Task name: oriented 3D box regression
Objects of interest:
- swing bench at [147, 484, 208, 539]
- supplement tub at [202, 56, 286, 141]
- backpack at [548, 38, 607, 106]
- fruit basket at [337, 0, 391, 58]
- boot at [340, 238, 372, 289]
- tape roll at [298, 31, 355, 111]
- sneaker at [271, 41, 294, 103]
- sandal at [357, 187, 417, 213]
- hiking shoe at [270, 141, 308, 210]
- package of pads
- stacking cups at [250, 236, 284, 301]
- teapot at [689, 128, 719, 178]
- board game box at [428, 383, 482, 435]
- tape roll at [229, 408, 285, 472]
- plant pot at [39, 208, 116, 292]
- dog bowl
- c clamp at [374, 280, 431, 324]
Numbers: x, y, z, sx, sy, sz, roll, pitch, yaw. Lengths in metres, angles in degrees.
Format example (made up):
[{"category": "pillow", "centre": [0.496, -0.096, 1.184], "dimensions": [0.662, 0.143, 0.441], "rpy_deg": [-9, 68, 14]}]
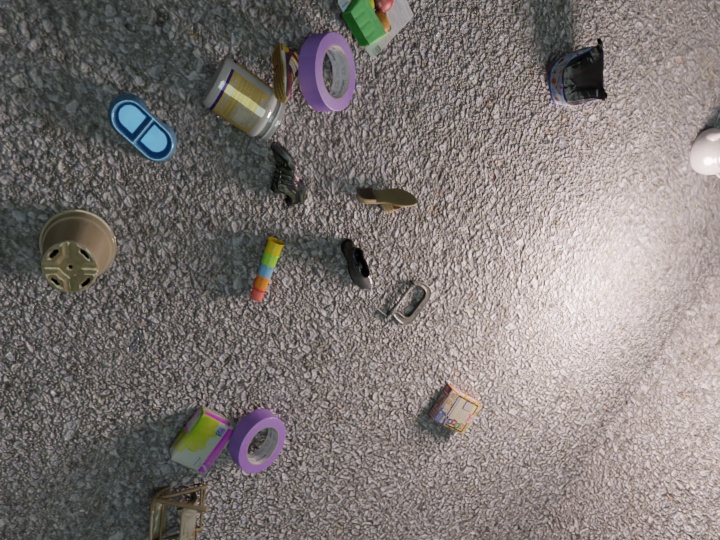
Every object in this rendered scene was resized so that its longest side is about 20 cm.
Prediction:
[{"category": "swing bench", "centre": [-0.637, 0.871, 1.845], "dimensions": [0.192, 0.130, 0.207], "rpy_deg": [6, 108, -18]}, {"category": "supplement tub", "centre": [-0.316, -0.465, 1.456], "dimensions": [0.196, 0.145, 0.148], "rpy_deg": [30, 97, -29]}, {"category": "backpack", "centre": [0.733, -0.660, 1.820], "dimensions": [0.185, 0.153, 0.207], "rpy_deg": [-23, 111, -21]}, {"category": "fruit basket", "centre": [0.045, -0.760, 1.543], "dimensions": [0.202, 0.093, 0.186], "rpy_deg": [-51, 121, -16]}, {"category": "boot", "centre": [0.000, 0.000, 1.773], "dimensions": [0.069, 0.132, 0.203], "rpy_deg": [-34, 119, -6]}, {"category": "tape roll", "centre": [-0.092, -0.559, 1.501], "dimensions": [0.198, 0.064, 0.209], "rpy_deg": [-22, 116, -55]}, {"category": "sneaker", "centre": [-0.191, -0.539, 1.463], "dimensions": [0.088, 0.207, 0.075], "rpy_deg": [12, 148, -33]}, {"category": "sandal", "centre": [0.083, -0.225, 1.773], "dimensions": [0.203, 0.080, 0.071], "rpy_deg": [3, 141, -16]}, {"category": "hiking shoe", "centre": [-0.233, -0.282, 1.600], "dimensions": [0.099, 0.076, 0.204], "rpy_deg": [-32, 119, -11]}, {"category": "package of pads", "centre": [-0.537, 0.575, 1.803], "dimensions": [0.153, 0.068, 0.203], "rpy_deg": [36, 93, -30]}, {"category": "stacking cups", "centre": [-0.304, -0.004, 1.694], "dimensions": [0.059, 0.061, 0.205], "rpy_deg": [17, 107, -26]}, {"category": "teapot", "centre": [1.489, -0.484, 2.206], "dimensions": [0.193, 0.146, 0.205], "rpy_deg": [2, 109, -24]}, {"category": "board game box", "centre": [0.396, 0.581, 2.209], "dimensions": [0.197, 0.046, 0.154], "rpy_deg": [32, 95, -29]}, {"category": "tape roll", "centre": [-0.356, 0.591, 1.843], "dimensions": [0.196, 0.064, 0.208], "rpy_deg": [-21, 121, -40]}, {"category": "plant pot", "centre": [-0.761, -0.038, 1.410], "dimensions": [0.193, 0.184, 0.209], "rpy_deg": [-8, 113, -19]}, {"category": "dog bowl", "centre": [-0.585, -0.379, 1.431], "dimensions": [0.112, 0.050, 0.200], "rpy_deg": [-46, 120, -1]}, {"category": "c clamp", "centre": [0.169, 0.114, 1.948], "dimensions": [0.201, 0.027, 0.171], "rpy_deg": [-47, 119, 0]}]
